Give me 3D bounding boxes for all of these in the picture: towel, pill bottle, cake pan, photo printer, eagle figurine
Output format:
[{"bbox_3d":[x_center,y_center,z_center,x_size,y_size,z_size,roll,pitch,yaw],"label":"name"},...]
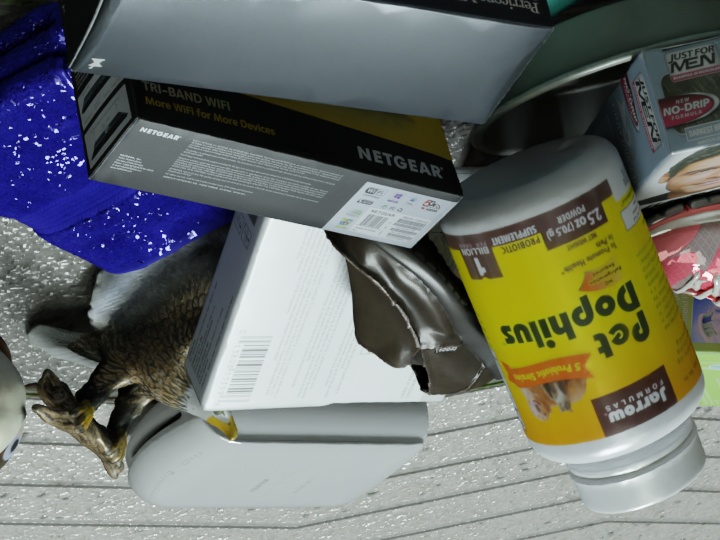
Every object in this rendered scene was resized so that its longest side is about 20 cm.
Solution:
[{"bbox_3d":[-0.156,-0.064,1.016,0.147,0.050,0.200,-31,145,21],"label":"towel"},{"bbox_3d":[0.127,0.033,1.004,0.109,0.109,0.201,-21,104,10],"label":"pill bottle"},{"bbox_3d":[0.157,-0.117,1.035,0.199,0.037,0.200,-15,170,-3],"label":"cake pan"},{"bbox_3d":[-0.071,0.129,1.330,0.199,0.070,0.166,4,154,-28],"label":"photo printer"},{"bbox_3d":[-0.117,0.048,1.179,0.200,0.151,0.152,-45,-168,-7],"label":"eagle figurine"}]

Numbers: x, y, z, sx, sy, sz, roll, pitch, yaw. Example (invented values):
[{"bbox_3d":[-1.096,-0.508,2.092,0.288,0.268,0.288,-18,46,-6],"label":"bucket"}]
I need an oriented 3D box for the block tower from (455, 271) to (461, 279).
[{"bbox_3d":[0.094,-0.011,1.183,0.054,0.058,0.200,-8,158,-17],"label":"block tower"}]

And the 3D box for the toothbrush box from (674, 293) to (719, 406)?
[{"bbox_3d":[0.262,0.037,1.197,0.199,0.087,0.146,0,162,19],"label":"toothbrush box"}]

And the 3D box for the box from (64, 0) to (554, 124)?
[{"bbox_3d":[-0.029,-0.152,0.781,0.199,0.142,0.079,5,149,-25],"label":"box"}]

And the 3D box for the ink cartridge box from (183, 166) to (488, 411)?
[{"bbox_3d":[0.000,0.000,1.081,0.173,0.044,0.201,-1,131,-28],"label":"ink cartridge box"}]

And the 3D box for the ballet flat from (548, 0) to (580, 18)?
[{"bbox_3d":[0.125,-0.183,0.944,0.199,0.076,0.068,-21,165,20],"label":"ballet flat"}]

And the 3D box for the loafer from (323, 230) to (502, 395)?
[{"bbox_3d":[0.026,0.024,1.031,0.071,0.073,0.200,-34,137,7],"label":"loafer"}]

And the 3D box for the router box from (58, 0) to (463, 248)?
[{"bbox_3d":[-0.054,-0.104,0.911,0.199,0.158,0.052,11,140,-36],"label":"router box"}]

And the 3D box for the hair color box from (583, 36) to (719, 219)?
[{"bbox_3d":[0.193,-0.079,1.014,0.098,0.061,0.200,-14,170,-6],"label":"hair color box"}]

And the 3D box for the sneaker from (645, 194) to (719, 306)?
[{"bbox_3d":[0.238,-0.003,1.073,0.199,0.087,0.074,-11,171,-13],"label":"sneaker"}]

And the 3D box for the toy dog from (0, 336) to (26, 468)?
[{"bbox_3d":[-0.299,0.075,1.089,0.199,0.140,0.194,22,148,-32],"label":"toy dog"}]
